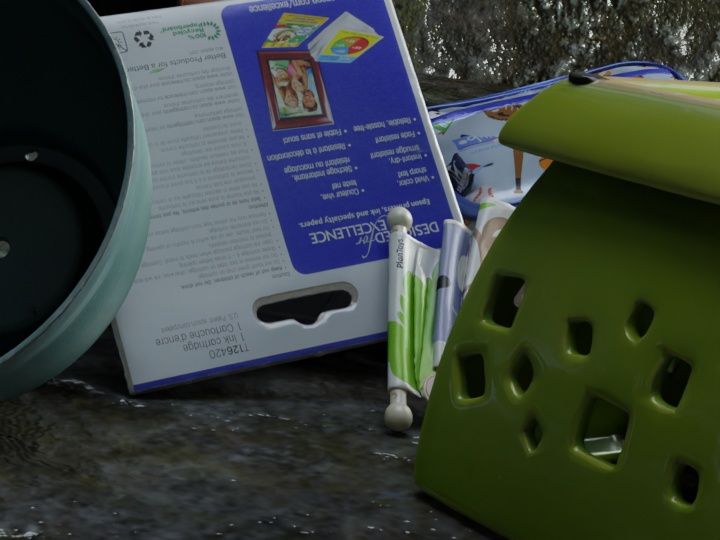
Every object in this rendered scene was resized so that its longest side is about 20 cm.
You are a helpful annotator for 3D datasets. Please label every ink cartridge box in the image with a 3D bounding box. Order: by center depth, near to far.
[{"bbox_3d":[-0.053,-0.044,0.859,0.196,0.202,0.047,-10,-16,-21],"label":"ink cartridge box"}]

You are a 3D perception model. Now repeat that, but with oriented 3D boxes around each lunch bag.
[{"bbox_3d":[0.117,-0.061,0.990,0.198,0.076,0.161,-12,33,-12],"label":"lunch bag"}]

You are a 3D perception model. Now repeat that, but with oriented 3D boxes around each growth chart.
[{"bbox_3d":[0.101,0.022,0.838,0.198,0.018,0.146,5,56,-15],"label":"growth chart"}]

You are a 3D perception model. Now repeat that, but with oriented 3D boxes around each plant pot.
[{"bbox_3d":[0.160,0.022,0.666,0.198,0.184,0.198,-3,16,-39],"label":"plant pot"},{"bbox_3d":[-0.176,-0.024,0.732,0.198,0.202,0.134,10,-16,13],"label":"plant pot"}]

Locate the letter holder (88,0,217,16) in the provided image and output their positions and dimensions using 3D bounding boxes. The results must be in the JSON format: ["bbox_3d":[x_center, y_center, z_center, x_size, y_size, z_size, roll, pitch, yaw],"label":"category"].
[{"bbox_3d":[-0.149,-0.157,1.318,0.100,0.202,0.142,12,12,27],"label":"letter holder"}]

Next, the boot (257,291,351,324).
[{"bbox_3d":[-0.094,-0.019,0.928,0.198,0.097,0.074,8,11,5],"label":"boot"}]
